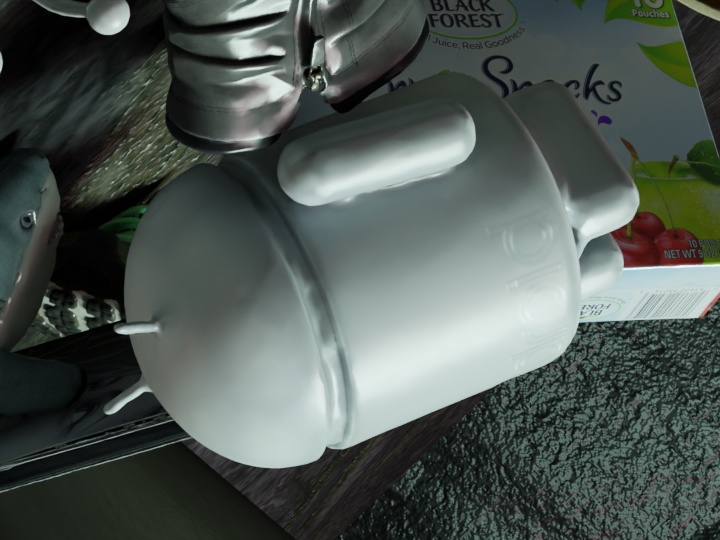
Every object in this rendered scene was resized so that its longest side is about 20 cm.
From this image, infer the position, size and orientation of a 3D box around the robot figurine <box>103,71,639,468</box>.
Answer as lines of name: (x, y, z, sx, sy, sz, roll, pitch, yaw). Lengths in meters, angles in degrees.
robot figurine: (0.000, 0.000, 1.045, 0.199, 0.113, 0.170, -22, 146, -17)

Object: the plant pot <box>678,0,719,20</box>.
plant pot: (0.191, -0.210, 1.286, 0.186, 0.186, 0.200, -44, -177, 13)

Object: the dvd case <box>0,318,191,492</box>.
dvd case: (-0.131, 0.056, 1.182, 0.199, 0.016, 0.149, -16, -164, 14)

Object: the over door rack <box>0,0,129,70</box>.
over door rack: (-0.111, -0.096, 0.816, 0.200, 0.067, 0.148, -48, 170, 32)

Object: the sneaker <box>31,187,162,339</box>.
sneaker: (-0.106, -0.004, 1.327, 0.200, 0.077, 0.089, 80, 27, -77)

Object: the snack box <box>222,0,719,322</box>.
snack box: (0.045, -0.050, 1.188, 0.199, 0.143, 0.053, -2, 151, -23)

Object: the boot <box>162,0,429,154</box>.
boot: (0.008, -0.131, 0.971, 0.199, 0.070, 0.132, -27, 134, -15)

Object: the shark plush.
shark plush: (-0.199, 0.026, 1.113, 0.199, 0.091, 0.084, -24, 140, -19)

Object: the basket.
basket: (-0.122, 0.152, 1.470, 0.180, 0.200, 0.136, -37, 169, -34)
